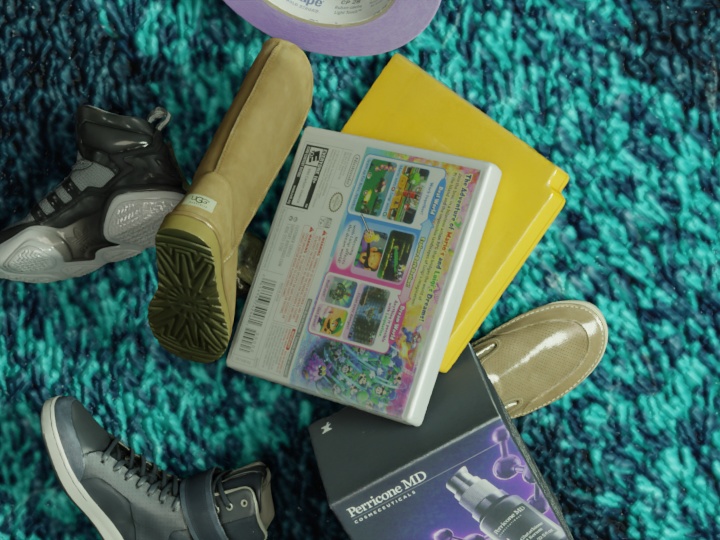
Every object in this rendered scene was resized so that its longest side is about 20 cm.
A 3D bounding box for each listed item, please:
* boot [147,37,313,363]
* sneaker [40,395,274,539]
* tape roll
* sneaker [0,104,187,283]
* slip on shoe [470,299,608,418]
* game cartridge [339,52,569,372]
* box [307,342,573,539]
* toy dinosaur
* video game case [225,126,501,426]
[{"bbox_3d":[-0.093,-0.050,1.357,0.065,0.176,0.201,20,52,5],"label":"boot"},{"bbox_3d":[-0.154,0.164,1.409,0.145,0.077,0.204,-27,103,16],"label":"sneaker"},{"bbox_3d":[-0.026,-0.254,1.315,0.198,0.201,0.066,20,56,1],"label":"tape roll"},{"bbox_3d":[-0.224,-0.063,1.405,0.198,0.075,0.115,-16,70,23],"label":"sneaker"},{"bbox_3d":[0.107,0.086,1.405,0.198,0.061,0.077,-22,94,4],"label":"slip on shoe"},{"bbox_3d":[0.047,-0.047,1.357,0.200,0.032,0.177,40,98,34],"label":"game cartridge"},{"bbox_3d":[0.069,0.182,1.356,0.147,0.105,0.201,-29,122,5],"label":"box"},{"bbox_3d":[-0.110,-0.004,1.416,0.200,0.047,0.088,42,82,-1],"label":"toy dinosaur"},{"bbox_3d":[0.000,0.000,1.339,0.181,0.024,0.202,14,82,35],"label":"video game case"}]
